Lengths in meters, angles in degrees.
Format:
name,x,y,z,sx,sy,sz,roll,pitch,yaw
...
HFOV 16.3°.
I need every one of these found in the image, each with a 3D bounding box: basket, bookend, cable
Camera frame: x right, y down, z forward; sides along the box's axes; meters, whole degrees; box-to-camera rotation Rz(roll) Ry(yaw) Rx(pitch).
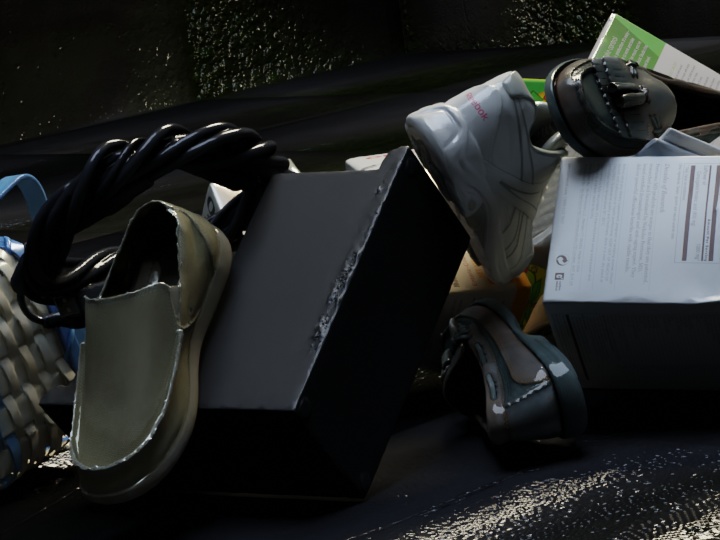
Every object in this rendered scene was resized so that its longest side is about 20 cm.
name,x,y,z,sx,sy,sz,roll,pitch,yaw
basket,-0.245,0.048,1.667,0.138,0.177,0.200,-7,19,32
bookend,-0.064,0.032,1.556,0.199,0.092,0.199,-2,51,34
cable,-0.127,-0.040,1.580,0.199,0.051,0.164,-20,-30,-22

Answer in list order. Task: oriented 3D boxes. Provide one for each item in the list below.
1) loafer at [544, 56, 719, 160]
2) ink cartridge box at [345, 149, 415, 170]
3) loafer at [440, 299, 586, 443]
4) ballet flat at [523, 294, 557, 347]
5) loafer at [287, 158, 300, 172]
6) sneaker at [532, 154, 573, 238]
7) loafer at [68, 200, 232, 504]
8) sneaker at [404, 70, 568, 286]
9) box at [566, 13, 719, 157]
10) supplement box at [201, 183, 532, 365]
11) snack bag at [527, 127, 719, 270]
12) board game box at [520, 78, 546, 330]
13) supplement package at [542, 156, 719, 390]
name,x,y,z,sx,sy,sz,roll,pitch,yaw
loafer,0.185,-0.109,1.624,0.063,0.072,0.200,-22,-13,27
ink cartridge box,0.076,-0.052,2.078,0.145,0.085,0.200,-8,10,-8
loafer,0.079,0.065,1.584,0.063,0.072,0.200,-19,14,-13
ballet flat,0.187,0.051,1.684,0.199,0.069,0.063,-1,40,49
loafer,-0.002,-0.017,1.922,0.199,0.070,0.070,34,-5,18
sneaker,0.176,-0.039,1.779,0.199,0.074,0.082,29,20,-5
loafer,-0.133,0.043,1.468,0.075,0.068,0.201,-10,50,29
sneaker,0.099,-0.059,1.614,0.099,0.078,0.200,-32,-25,-2
box,0.238,-0.087,1.766,0.199,0.036,0.145,32,41,0
supplement box,0.000,0.000,1.715,0.199,0.074,0.126,-5,46,-21
snack bag,0.229,-0.019,1.668,0.188,0.022,0.200,19,-29,-17
board game box,0.110,-0.039,1.834,0.047,0.201,0.101,25,-6,-27
supplement package,0.225,0.003,1.565,0.199,0.110,0.114,1,-31,16
